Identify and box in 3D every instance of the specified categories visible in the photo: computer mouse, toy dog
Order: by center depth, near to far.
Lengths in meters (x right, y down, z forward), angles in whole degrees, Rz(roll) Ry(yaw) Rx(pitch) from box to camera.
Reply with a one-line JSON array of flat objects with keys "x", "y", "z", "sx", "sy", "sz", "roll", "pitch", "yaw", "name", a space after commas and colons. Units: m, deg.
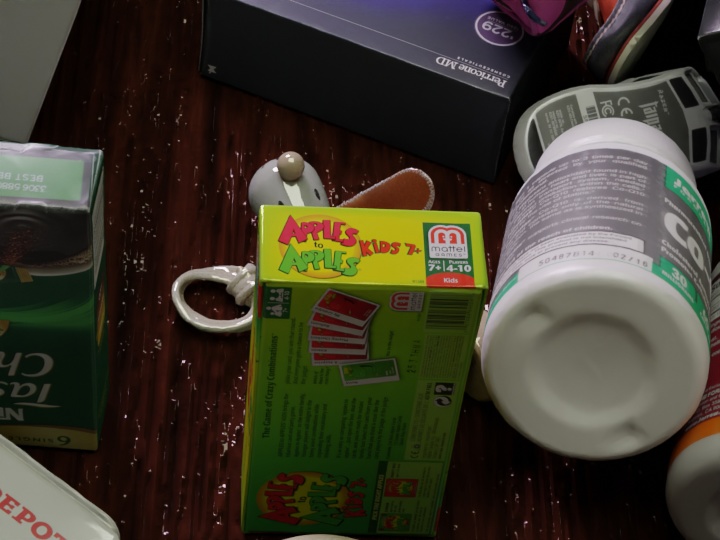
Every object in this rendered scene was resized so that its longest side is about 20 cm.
[{"x": 0.000, "y": 0.000, "z": 1.058, "sx": 0.200, "sy": 0.096, "sz": 0.132, "roll": 33, "pitch": 53, "yaw": 20, "name": "toy dog"}, {"x": 0.181, "y": -0.087, "z": 1.179, "sx": 0.200, "sy": 0.044, "sz": 0.110, "roll": -12, "pitch": 85, "yaw": -13, "name": "computer mouse"}]

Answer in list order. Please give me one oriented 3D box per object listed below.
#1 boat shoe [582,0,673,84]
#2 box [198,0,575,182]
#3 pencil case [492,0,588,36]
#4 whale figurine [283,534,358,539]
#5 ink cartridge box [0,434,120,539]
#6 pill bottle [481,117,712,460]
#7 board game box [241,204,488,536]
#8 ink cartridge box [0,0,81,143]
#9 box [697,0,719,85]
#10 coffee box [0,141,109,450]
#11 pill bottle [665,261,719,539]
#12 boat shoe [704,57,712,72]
[{"x": 0.173, "y": -0.186, "z": 1.252, "sx": 0.063, "sy": 0.071, "sz": 0.200, "roll": 31, "pitch": 45, "yaw": 0, "name": "boat shoe"}, {"x": 0.020, "y": -0.156, "z": 1.210, "sx": 0.200, "sy": 0.079, "sz": 0.141, "roll": 21, "pitch": 53, "yaw": 11, "name": "box"}, {"x": 0.157, "y": -0.217, "z": 1.126, "sx": 0.200, "sy": 0.094, "sz": 0.091, "roll": -33, "pitch": 52, "yaw": -5, "name": "pencil case"}, {"x": 0.007, "y": 0.211, "z": 0.894, "sx": 0.200, "sy": 0.104, "sz": 0.159, "roll": 32, "pitch": 48, "yaw": -11, "name": "whale figurine"}, {"x": -0.225, "y": 0.166, "z": 0.898, "sx": 0.145, "sy": 0.083, "sz": 0.200, "roll": 34, "pitch": 54, "yaw": 20, "name": "ink cartridge box"}, {"x": 0.129, "y": 0.002, "z": 1.034, "sx": 0.113, "sy": 0.113, "sz": 0.200, "roll": 12, "pitch": 30, "yaw": 4, "name": "pill bottle"}, {"x": -0.003, "y": 0.054, "z": 0.943, "sx": 0.101, "sy": 0.200, "sz": 0.048, "roll": 2, "pitch": 49, "yaw": -5, "name": "board game box"}, {"x": -0.234, "y": -0.207, "z": 1.158, "sx": 0.146, "sy": 0.147, "sz": 0.200, "roll": 17, "pitch": 48, "yaw": -14, "name": "ink cartridge box"}, {"x": 0.287, "y": -0.118, "z": 1.083, "sx": 0.124, "sy": 0.200, "sz": 0.149, "roll": -6, "pitch": 46, "yaw": 31, "name": "box"}, {"x": -0.185, "y": 0.015, "z": 0.957, "sx": 0.123, "sy": 0.200, "sz": 0.044, "roll": 5, "pitch": 52, "yaw": -4, "name": "coffee box"}, {"x": 0.230, "y": 0.053, "z": 1.029, "sx": 0.113, "sy": 0.113, "sz": 0.200, "roll": 15, "pitch": 49, "yaw": 7, "name": "pill bottle"}, {"x": 0.263, "y": -0.208, "z": 1.283, "sx": 0.062, "sy": 0.075, "sz": 0.200, "roll": 9, "pitch": 50, "yaw": 3, "name": "boat shoe"}]
